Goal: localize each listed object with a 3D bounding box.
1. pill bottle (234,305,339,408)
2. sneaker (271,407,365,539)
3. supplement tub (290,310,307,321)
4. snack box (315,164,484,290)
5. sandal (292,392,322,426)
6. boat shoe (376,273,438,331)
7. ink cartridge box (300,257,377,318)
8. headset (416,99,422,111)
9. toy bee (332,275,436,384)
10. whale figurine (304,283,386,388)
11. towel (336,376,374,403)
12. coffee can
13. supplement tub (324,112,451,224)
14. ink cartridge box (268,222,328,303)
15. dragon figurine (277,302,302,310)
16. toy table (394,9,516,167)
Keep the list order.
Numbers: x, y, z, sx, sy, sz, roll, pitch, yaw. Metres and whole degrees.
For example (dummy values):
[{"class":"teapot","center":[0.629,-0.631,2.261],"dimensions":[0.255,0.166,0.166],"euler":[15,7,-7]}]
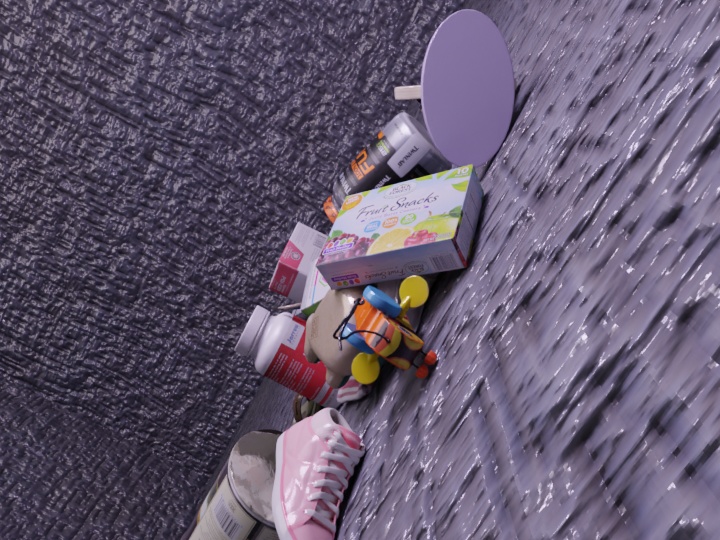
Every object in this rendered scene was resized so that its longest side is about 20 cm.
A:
[{"class":"pill bottle","center":[-0.107,0.143,1.090],"dimensions":[0.113,0.198,0.112],"euler":[-60,7,13]},{"class":"sneaker","center":[-0.043,0.242,0.752],"dimensions":[0.104,0.075,0.201],"euler":[-36,30,13]},{"class":"supplement tub","center":[-0.114,0.144,1.473],"dimensions":[0.124,0.121,0.200],"euler":[-60,7,20]},{"class":"snack box","center":[0.052,-0.054,0.834],"dimensions":[0.197,0.053,0.143],"euler":[-10,39,31]},{"class":"sandal","center":[-0.106,0.260,1.233],"dimensions":[0.202,0.057,0.081],"euler":[-55,10,50]},{"class":"boat shoe","center":[0.071,-0.001,0.860],"dimensions":[0.069,0.071,0.203],"euler":[-21,46,34]},{"class":"ink cartridge box","center":[0.000,0.000,0.994],"dimensions":[0.198,0.059,0.105],"euler":[-29,37,34]},{"class":"headset","center":[0.179,-0.335,1.228],"dimensions":[0.125,0.093,0.200],"euler":[-63,18,-9]},{"class":"toy bee","center":[0.030,0.079,0.717],"dimensions":[0.132,0.108,0.200],"euler":[-58,-2,28]},{"class":"whale figurine","center":[-0.016,0.088,0.914],"dimensions":[0.199,0.102,0.162],"euler":[151,125,-60]},{"class":"towel","center":[0.019,0.108,1.000],"dimensions":[0.202,0.030,0.146],"euler":[-66,7,-23]},{"class":"coffee can","center":[-0.142,0.334,0.851],"dimensions":[0.202,0.145,0.147],"euler":[-58,8,26]},{"class":"supplement tub","center":[0.040,-0.143,1.043],"dimensions":[0.200,0.122,0.123],"euler":[-44,12,17]},{"class":"ink cartridge box","center":[-0.067,0.010,1.304],"dimensions":[0.147,0.197,0.085],"euler":[-70,6,-52]},{"class":"dragon figurine","center":[-0.050,0.067,1.128],"dimensions":[0.199,0.058,0.101],"euler":[-27,-46,-39]},{"class":"toy table","center":[0.142,-0.255,0.917],"dimensions":[0.117,0.180,0.204],"euler":[-94,10,-75]}]
